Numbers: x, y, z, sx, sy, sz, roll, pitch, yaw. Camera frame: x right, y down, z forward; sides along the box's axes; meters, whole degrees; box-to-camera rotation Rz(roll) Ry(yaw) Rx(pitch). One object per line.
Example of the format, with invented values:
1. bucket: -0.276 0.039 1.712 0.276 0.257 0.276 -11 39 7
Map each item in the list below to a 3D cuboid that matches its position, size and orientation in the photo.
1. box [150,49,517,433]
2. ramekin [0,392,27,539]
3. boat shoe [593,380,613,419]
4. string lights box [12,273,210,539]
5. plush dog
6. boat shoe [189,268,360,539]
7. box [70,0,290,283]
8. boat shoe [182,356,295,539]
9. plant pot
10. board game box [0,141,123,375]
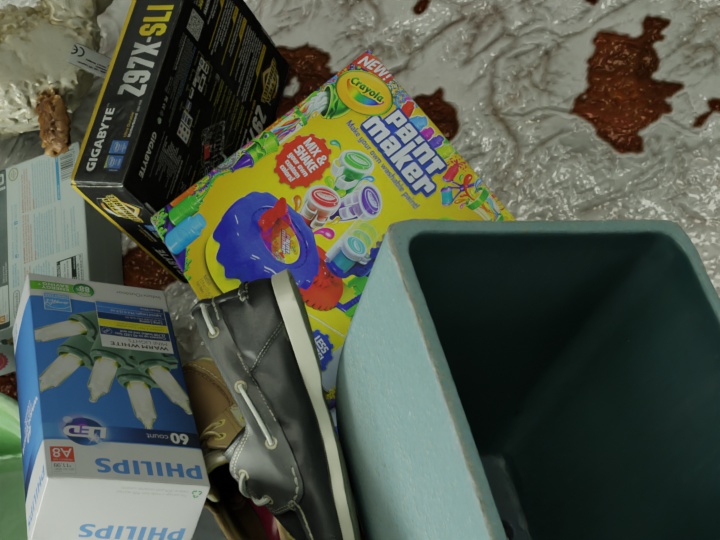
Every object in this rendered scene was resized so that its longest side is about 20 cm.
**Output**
1. box: 0.000 0.000 0.831 0.192 0.122 0.200 -38 58 0
2. ramekin: -0.271 0.191 0.858 0.198 0.098 0.202 -9 63 17
3. boat shoe: 0.226 0.100 0.719 0.199 0.072 0.076 24 76 29
4. string lights box: -0.170 0.089 0.816 0.201 0.102 0.059 -115 40 -50
5. plush dog: -0.282 -0.158 1.009 0.199 0.172 0.162 -23 94 -25
6. boat shoe: -0.042 0.104 0.694 0.067 0.072 0.202 -16 87 -3
7. box: -0.126 -0.113 0.914 0.049 0.160 0.202 5 68 23
8. boat shoe: -0.079 0.129 0.816 0.200 0.066 0.074 45 115 36
9. plant pot: 0.088 0.109 0.684 0.195 0.200 0.197 -1 56 -27
10. board game box: -0.290 0.003 0.979 0.198 0.064 0.149 -17 59 12
